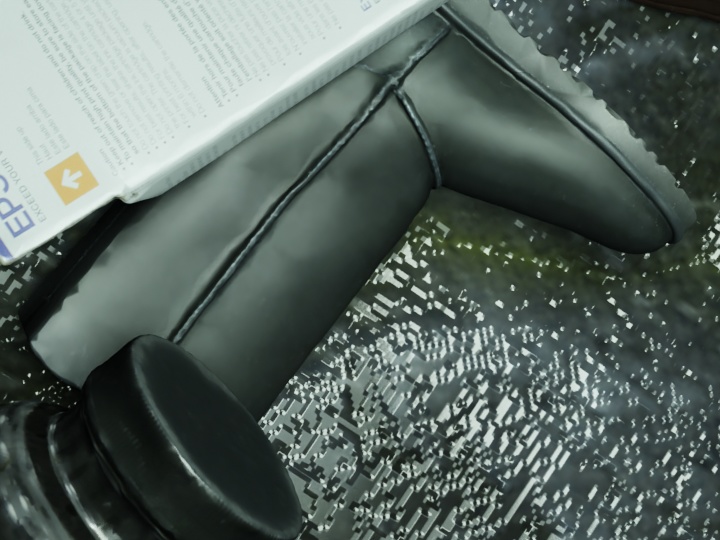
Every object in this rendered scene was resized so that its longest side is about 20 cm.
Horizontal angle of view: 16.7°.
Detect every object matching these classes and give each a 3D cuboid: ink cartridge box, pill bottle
[{"bbox_3d":[-0.088,-0.131,0.835,0.200,0.041,0.200,-33,84,-7],"label":"ink cartridge box"},{"bbox_3d":[-0.121,0.115,0.823,0.200,0.112,0.112,-39,104,12],"label":"pill bottle"}]

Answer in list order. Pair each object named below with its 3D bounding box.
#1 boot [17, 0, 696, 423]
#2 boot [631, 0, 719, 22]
[{"bbox_3d":[-0.001,-0.001,0.883,0.165,0.066,0.200,41,84,-5],"label":"boot"},{"bbox_3d":[0.132,-0.145,0.904,0.200,0.075,0.097,29,73,-15],"label":"boot"}]
